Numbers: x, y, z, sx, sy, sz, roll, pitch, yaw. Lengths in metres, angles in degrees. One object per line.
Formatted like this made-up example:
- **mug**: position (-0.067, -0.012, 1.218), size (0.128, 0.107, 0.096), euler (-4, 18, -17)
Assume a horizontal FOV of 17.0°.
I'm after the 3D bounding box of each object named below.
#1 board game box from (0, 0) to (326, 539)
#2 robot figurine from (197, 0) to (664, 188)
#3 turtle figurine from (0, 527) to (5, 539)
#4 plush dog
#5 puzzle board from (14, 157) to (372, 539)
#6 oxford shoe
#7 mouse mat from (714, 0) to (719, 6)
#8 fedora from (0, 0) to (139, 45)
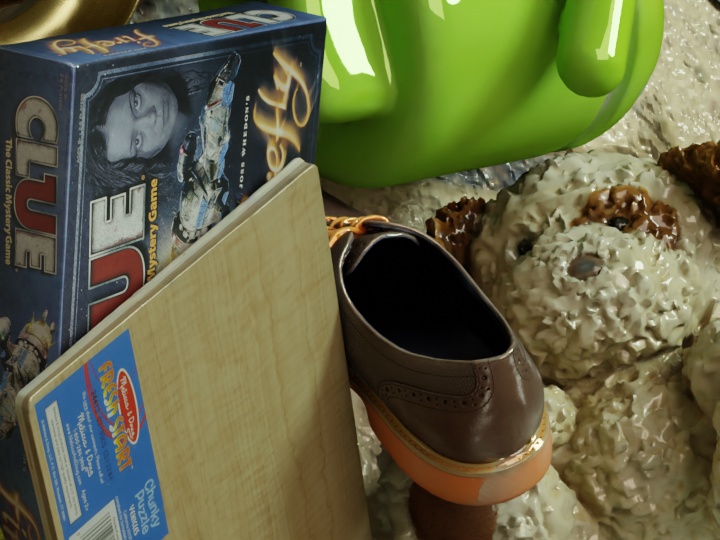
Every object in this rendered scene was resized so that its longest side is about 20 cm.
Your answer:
- **board game box**: position (-0.070, 0.018, 0.805), size (0.135, 0.035, 0.201), euler (-19, 119, -54)
- **robot figurine**: position (0.036, -0.097, 0.939), size (0.200, 0.175, 0.116), euler (-12, 85, -40)
- **turtle figurine**: position (-0.166, 0.111, 0.701), size (0.064, 0.200, 0.161), euler (41, 20, 20)
- **plush dog**: position (0.104, 0.033, 0.955), size (0.160, 0.199, 0.172), euler (45, 33, -69)
- **puzzle board**: position (-0.051, 0.082, 0.815), size (0.151, 0.017, 0.201), euler (-41, 135, -41)
- **oxford shoe**: position (0.000, 0.000, 0.885), size (0.071, 0.073, 0.200), euler (-31, 49, -25)
- **mouse mat**: position (0.234, -0.202, 1.263), size (0.160, 0.008, 0.201), euler (15, 60, -30)
- **fedora**: position (-0.140, -0.153, 0.882), size (0.200, 0.082, 0.201), euler (9, 77, -40)
